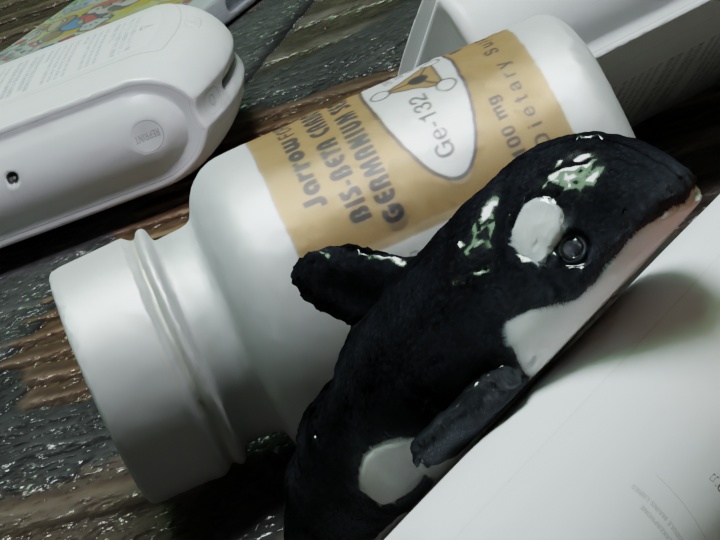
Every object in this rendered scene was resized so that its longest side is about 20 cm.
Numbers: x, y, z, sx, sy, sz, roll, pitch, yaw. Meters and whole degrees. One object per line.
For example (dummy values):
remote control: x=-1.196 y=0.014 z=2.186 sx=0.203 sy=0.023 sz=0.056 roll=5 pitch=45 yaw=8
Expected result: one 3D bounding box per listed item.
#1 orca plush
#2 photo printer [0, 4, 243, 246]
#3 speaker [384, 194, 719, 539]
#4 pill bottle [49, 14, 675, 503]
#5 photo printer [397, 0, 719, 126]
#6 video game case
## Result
orca plush: x=0.012 y=0.019 z=0.658 sx=0.105 sy=0.071 sz=0.200 roll=-42 pitch=-8 yaw=-38
photo printer: x=-0.158 y=-0.076 z=1.233 sx=0.199 sy=0.070 sz=0.166 roll=-20 pitch=19 yaw=7
speaker: x=0.082 y=0.051 z=0.620 sx=0.081 sy=0.081 sz=0.200 roll=-5 pitch=27 yaw=43
pill bottle: x=0.000 y=0.000 z=0.802 sx=0.200 sy=0.115 sz=0.114 roll=-24 pitch=19 yaw=-2
photo printer: x=0.117 y=-0.110 z=0.945 sx=0.200 sy=0.070 sz=0.166 roll=-27 pitch=-11 yaw=-11
video game case: x=-0.147 y=-0.181 z=1.599 sx=0.200 sy=0.023 sz=0.182 roll=-9 pitch=23 yaw=35
